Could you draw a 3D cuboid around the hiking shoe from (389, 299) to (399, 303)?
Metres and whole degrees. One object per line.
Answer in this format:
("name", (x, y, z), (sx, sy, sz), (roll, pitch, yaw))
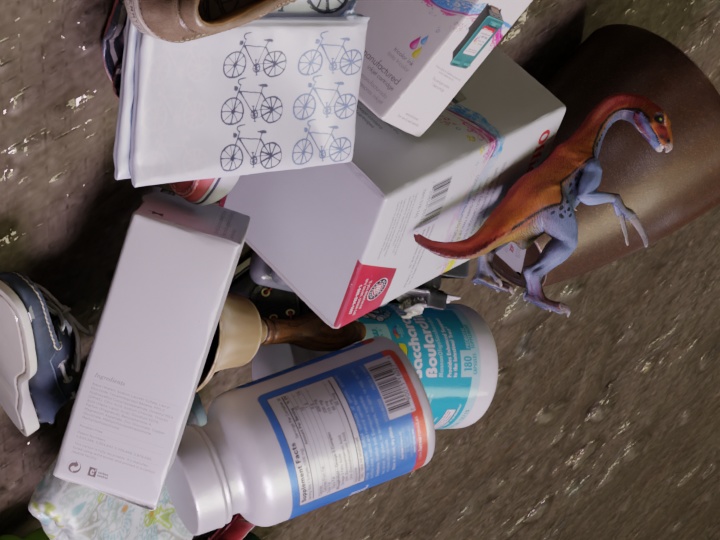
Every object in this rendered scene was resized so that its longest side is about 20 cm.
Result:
("hiking shoe", (0.051, -0.022, 1.740), (0.074, 0.087, 0.200), (-18, 144, -17))

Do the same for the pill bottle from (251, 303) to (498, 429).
("pill bottle", (0.010, 0.083, 1.753), (0.200, 0.111, 0.111), (0, 132, -34))

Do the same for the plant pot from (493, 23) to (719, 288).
("plant pot", (0.190, -0.078, 1.752), (0.200, 0.187, 0.187), (-38, 155, -24))

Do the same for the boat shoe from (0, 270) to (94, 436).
("boat shoe", (-0.226, 0.051, 1.438), (0.062, 0.075, 0.200), (-34, 155, -21))

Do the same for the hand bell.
("hand bell", (-0.071, 0.047, 1.604), (0.200, 0.104, 0.104), (2, 129, -47))

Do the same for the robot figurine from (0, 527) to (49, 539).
("robot figurine", (-0.302, 0.289, 1.637), (0.200, 0.116, 0.176), (-32, 138, -30))

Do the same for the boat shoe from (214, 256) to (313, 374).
("boat shoe", (-0.064, 0.017, 1.664), (0.201, 0.063, 0.074), (-43, 158, -3))

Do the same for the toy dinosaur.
("toy dinosaur", (0.157, -0.060, 1.524), (0.200, 0.105, 0.182), (29, 82, -54))

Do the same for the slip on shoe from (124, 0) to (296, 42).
("slip on shoe", (-0.050, -0.194, 1.244), (0.200, 0.061, 0.076), (-29, 118, -35))

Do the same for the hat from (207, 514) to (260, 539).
("hat", (-0.134, 0.260, 1.987), (0.200, 0.176, 0.166), (-8, 158, 8))

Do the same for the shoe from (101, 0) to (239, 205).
("shoe", (-0.125, -0.115, 1.351), (0.091, 0.071, 0.200), (-26, 144, -35))

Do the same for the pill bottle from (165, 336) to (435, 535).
("pill bottle", (-0.052, 0.133, 1.606), (0.200, 0.112, 0.112), (-19, 148, -19))

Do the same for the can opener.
("can opener", (0.000, 0.000, 1.632), (0.200, 0.053, 0.067), (7, 84, -41))

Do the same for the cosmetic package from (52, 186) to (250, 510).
("cosmetic package", (-0.145, 0.051, 1.447), (0.113, 0.081, 0.200), (-84, -166, -76))

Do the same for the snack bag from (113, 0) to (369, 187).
("snack bag", (-0.068, -0.157, 1.296), (0.188, 0.021, 0.200), (-7, 110, -41))

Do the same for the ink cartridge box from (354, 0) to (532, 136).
("ink cartridge box", (0.054, -0.208, 1.429), (0.200, 0.116, 0.067), (-51, 155, 10))

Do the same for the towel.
("towel", (-0.177, 0.167, 1.625), (0.171, 0.048, 0.200), (-63, 152, -29))

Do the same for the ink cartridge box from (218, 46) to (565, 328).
("ink cartridge box", (0.024, -0.083, 1.542), (0.200, 0.145, 0.145), (-26, 150, -38))
